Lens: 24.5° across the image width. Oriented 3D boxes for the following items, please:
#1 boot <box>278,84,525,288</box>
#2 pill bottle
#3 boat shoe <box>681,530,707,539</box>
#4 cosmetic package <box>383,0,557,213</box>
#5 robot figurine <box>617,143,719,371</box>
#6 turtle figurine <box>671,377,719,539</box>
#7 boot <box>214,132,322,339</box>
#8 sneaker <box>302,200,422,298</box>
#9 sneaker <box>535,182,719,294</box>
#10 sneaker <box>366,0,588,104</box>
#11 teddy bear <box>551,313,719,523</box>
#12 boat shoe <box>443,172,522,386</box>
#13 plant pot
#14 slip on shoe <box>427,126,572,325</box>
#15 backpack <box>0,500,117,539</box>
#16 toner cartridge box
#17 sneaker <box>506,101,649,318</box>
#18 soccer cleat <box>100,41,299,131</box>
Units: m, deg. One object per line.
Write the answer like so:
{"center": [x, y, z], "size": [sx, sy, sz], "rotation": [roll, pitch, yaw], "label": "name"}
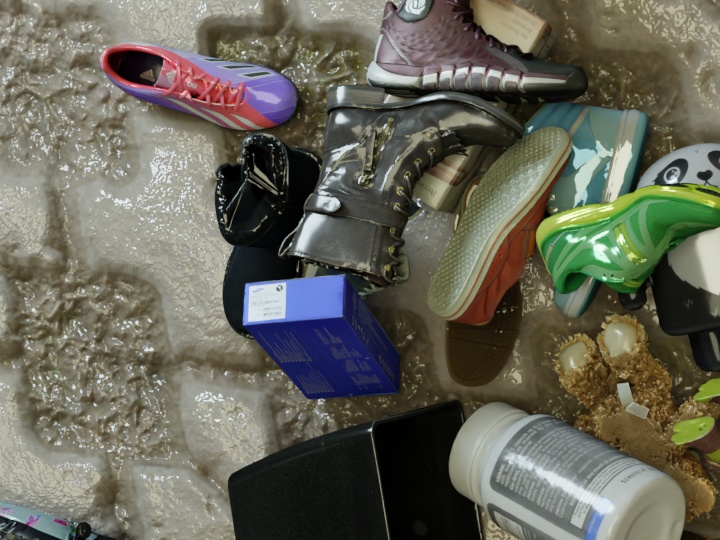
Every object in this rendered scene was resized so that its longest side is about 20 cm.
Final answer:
{"center": [0.037, -0.068, 1.465], "size": [0.199, 0.069, 0.175], "rotation": [6, 77, 15], "label": "boot"}
{"center": [0.180, 0.197, 1.482], "size": [0.200, 0.114, 0.114], "rotation": [26, 97, 43], "label": "pill bottle"}
{"center": [0.249, 0.278, 1.527], "size": [0.199, 0.072, 0.072], "rotation": [4, 105, 14], "label": "boat shoe"}
{"center": [0.089, -0.164, 1.554], "size": [0.103, 0.087, 0.200], "rotation": [30, 97, 11], "label": "cosmetic package"}
{"center": [0.315, -0.013, 1.476], "size": [0.125, 0.150, 0.201], "rotation": [-15, 86, 51], "label": "robot figurine"}
{"center": [0.337, 0.182, 1.442], "size": [0.200, 0.064, 0.161], "rotation": [-47, 112, -19], "label": "turtle figurine"}
{"center": [-0.100, -0.030, 1.561], "size": [0.076, 0.168, 0.201], "rotation": [22, 96, 13], "label": "boot"}
{"center": [0.000, 0.000, 1.556], "size": [0.090, 0.067, 0.201], "rotation": [25, 123, 13], "label": "sneaker"}
{"center": [0.240, -0.025, 1.414], "size": [0.200, 0.074, 0.084], "rotation": [-18, 79, 46], "label": "sneaker"}
{"center": [0.105, -0.211, 1.470], "size": [0.199, 0.076, 0.116], "rotation": [5, 87, 15], "label": "sneaker"}
{"center": [0.257, 0.134, 1.515], "size": [0.200, 0.067, 0.145], "rotation": [46, 116, 8], "label": "teddy bear"}
{"center": [0.113, 0.008, 1.561], "size": [0.072, 0.065, 0.201], "rotation": [2, 99, -6], "label": "boat shoe"}
{"center": [-0.008, 0.238, 1.532], "size": [0.177, 0.200, 0.200], "rotation": [-11, 87, 25], "label": "plant pot"}
{"center": [0.133, -0.039, 1.494], "size": [0.200, 0.061, 0.074], "rotation": [-61, 35, 3], "label": "slip on shoe"}
{"center": [-0.343, 0.308, 1.644], "size": [0.199, 0.127, 0.167], "rotation": [19, 83, 15], "label": "backpack"}
{"center": [-0.032, 0.064, 1.527], "size": [0.095, 0.200, 0.043], "rotation": [-4, 66, 14], "label": "toner cartridge box"}
{"center": [0.181, -0.064, 1.537], "size": [0.130, 0.080, 0.201], "rotation": [17, 84, 12], "label": "sneaker"}
{"center": [-0.159, -0.181, 1.625], "size": [0.199, 0.073, 0.068], "rotation": [15, 94, 14], "label": "soccer cleat"}
